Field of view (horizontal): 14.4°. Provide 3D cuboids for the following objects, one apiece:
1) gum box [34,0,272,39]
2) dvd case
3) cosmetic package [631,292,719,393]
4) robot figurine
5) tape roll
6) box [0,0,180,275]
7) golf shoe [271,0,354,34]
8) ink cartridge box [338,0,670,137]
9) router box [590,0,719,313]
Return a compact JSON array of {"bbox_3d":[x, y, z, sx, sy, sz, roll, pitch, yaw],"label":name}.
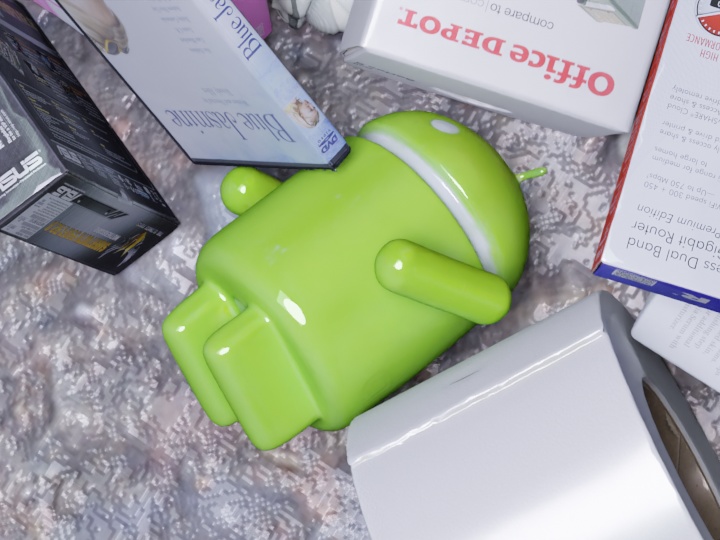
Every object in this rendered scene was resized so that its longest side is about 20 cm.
[{"bbox_3d":[-0.145,-0.184,1.477,0.200,0.114,0.066,34,69,21],"label":"gum box"},{"bbox_3d":[-0.103,-0.125,1.393,0.018,0.143,0.200,-50,116,-21],"label":"dvd case"},{"bbox_3d":[0.242,0.034,1.357,0.200,0.071,0.101,33,121,2],"label":"cosmetic package"},{"bbox_3d":[0.000,0.000,1.420,0.200,0.175,0.116,-38,119,-18],"label":"robot figurine"},{"bbox_3d":[0.101,0.128,1.358,0.139,0.203,0.203,-29,79,12],"label":"tape roll"},{"bbox_3d":[-0.179,-0.083,1.449,0.048,0.200,0.158,-38,78,5],"label":"box"},{"bbox_3d":[0.014,-0.219,1.488,0.097,0.078,0.200,10,94,-2],"label":"golf shoe"},{"bbox_3d":[0.089,-0.180,1.424,0.145,0.084,0.200,17,89,-8],"label":"ink cartridge box"},{"bbox_3d":[0.225,-0.056,1.285,0.200,0.049,0.180,16,83,1],"label":"router box"}]
